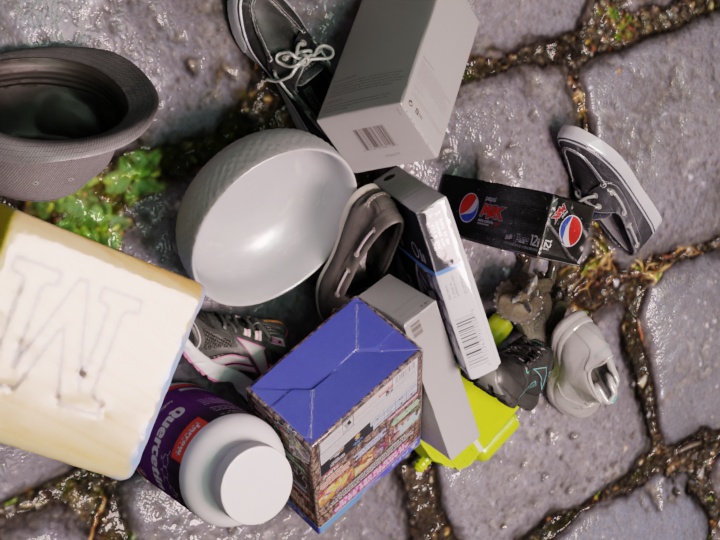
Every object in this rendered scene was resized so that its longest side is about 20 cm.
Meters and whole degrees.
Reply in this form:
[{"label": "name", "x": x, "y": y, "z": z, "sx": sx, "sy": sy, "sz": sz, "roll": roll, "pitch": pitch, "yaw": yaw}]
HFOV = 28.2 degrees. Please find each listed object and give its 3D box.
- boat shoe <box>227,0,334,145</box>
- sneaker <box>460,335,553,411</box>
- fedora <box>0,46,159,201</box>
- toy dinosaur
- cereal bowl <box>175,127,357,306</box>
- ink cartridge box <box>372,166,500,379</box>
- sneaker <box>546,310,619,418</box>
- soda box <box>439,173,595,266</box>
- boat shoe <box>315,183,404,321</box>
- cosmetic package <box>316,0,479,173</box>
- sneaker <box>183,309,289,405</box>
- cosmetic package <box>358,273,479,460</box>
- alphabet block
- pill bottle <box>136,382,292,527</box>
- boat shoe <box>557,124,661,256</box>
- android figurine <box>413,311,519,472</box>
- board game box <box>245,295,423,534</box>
[{"label": "boat shoe", "x": -0.066, "y": -0.212, "z": 1.482, "sx": 0.073, "sy": 0.068, "sz": 0.200, "roll": -36, "pitch": 115, "yaw": -21}, {"label": "sneaker", "x": 0.168, "y": 0.106, "z": 1.599, "sx": 0.079, "sy": 0.075, "sz": 0.200, "roll": -58, "pitch": 162, "yaw": 4}, {"label": "fedora", "x": -0.290, "y": -0.127, "z": 1.328, "sx": 0.199, "sy": 0.177, "sz": 0.091, "roll": -19, "pitch": 139, "yaw": -36}, {"label": "toy dinosaur", "x": 0.209, "y": 0.045, "z": 1.695, "sx": 0.103, "sy": 0.077, "sz": 0.200, "roll": -63, "pitch": 145, "yaw": -22}, {"label": "cereal bowl", "x": -0.105, "y": -0.064, "z": 1.458, "sx": 0.199, "sy": 0.083, "sz": 0.201, "roll": -27, "pitch": 142, "yaw": -23}, {"label": "ink cartridge box", "x": 0.073, "y": -0.007, "z": 1.541, "sx": 0.043, "sy": 0.200, "sz": 0.199, "roll": -23, "pitch": 111, "yaw": -8}, {"label": "sneaker", "x": 0.274, "y": 0.135, "z": 1.710, "sx": 0.075, "sy": 0.088, "sz": 0.200, "roll": -38, "pitch": 147, "yaw": -13}, {"label": "soda box", "x": 0.163, "y": -0.057, "z": 1.575, "sx": 0.063, "sy": 0.200, "sz": 0.071, "roll": 14, "pitch": 92, "yaw": -34}, {"label": "boat shoe", "x": 0.000, "y": 0.000, "z": 1.515, "sx": 0.067, "sy": 0.057, "sz": 0.201, "roll": -22, "pitch": 144, "yaw": -34}, {"label": "cosmetic package", "x": 0.041, "y": -0.207, "z": 1.476, "sx": 0.085, "sy": 0.107, "sz": 0.201, "roll": 52, "pitch": 44, "yaw": -37}, {"label": "sneaker", "x": -0.122, "y": 0.074, "z": 1.490, "sx": 0.086, "sy": 0.080, "sz": 0.200, "roll": -44, "pitch": 132, "yaw": 5}, {"label": "cosmetic package", "x": 0.065, "y": 0.104, "z": 1.537, "sx": 0.051, "sy": 0.082, "sz": 0.201, "roll": -37, "pitch": 130, "yaw": -22}, {"label": "alphabet block", "x": -0.295, "y": 0.057, "z": 1.322, "sx": 0.199, "sy": 0.195, "sz": 0.197, "roll": 24, "pitch": 85, "yaw": -34}, {"label": "pill bottle", "x": -0.148, "y": 0.185, "z": 1.429, "sx": 0.112, "sy": 0.200, "sz": 0.113, "roll": -6, "pitch": 102, "yaw": -30}, {"label": "boat shoe", "x": 0.290, "y": -0.093, "z": 1.727, "sx": 0.068, "sy": 0.072, "sz": 0.200, "roll": -54, "pitch": 128, "yaw": -13}, {"label": "android figurine", "x": 0.120, "y": 0.148, "z": 1.681, "sx": 0.200, "sy": 0.041, "sz": 0.182, "roll": -47, "pitch": 120, "yaw": -18}, {"label": "board game box", "x": -0.023, "y": 0.153, "z": 1.500, "sx": 0.159, "sy": 0.097, "sz": 0.200, "roll": -39, "pitch": 153, "yaw": -23}]
